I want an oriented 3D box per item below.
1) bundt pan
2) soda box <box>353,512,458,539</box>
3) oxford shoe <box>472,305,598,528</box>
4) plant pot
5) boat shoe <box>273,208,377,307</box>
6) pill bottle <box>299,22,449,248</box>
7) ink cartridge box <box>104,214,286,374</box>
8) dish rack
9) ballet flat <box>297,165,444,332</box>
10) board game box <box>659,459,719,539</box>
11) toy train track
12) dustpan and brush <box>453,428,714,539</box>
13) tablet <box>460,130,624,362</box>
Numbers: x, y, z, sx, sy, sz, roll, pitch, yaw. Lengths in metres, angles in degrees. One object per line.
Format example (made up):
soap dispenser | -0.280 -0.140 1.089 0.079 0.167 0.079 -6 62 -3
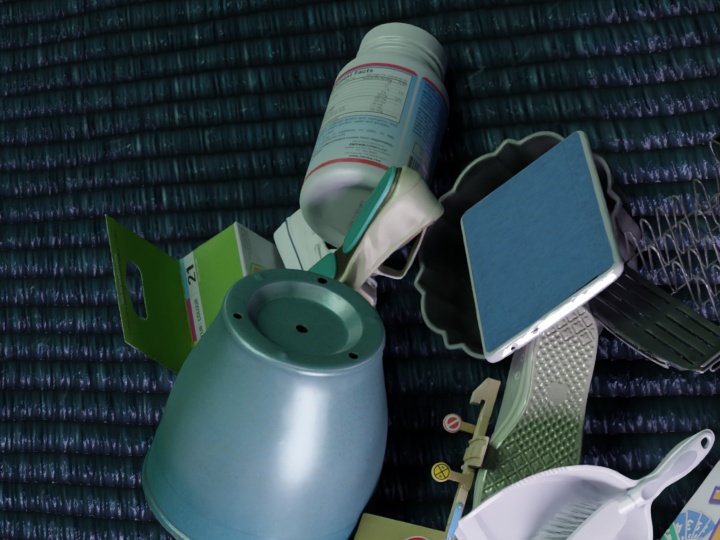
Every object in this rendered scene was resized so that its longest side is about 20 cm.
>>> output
bundt pan | 0.146 -0.007 1.786 0.201 0.076 0.203 -21 53 31
soda box | 0.082 0.246 1.704 0.199 0.068 0.064 7 70 43
oxford shoe | 0.132 0.120 1.659 0.058 0.075 0.201 161 126 -75
plant pot | -0.064 0.109 1.764 0.200 0.199 0.189 55 140 44
boat shoe | -0.019 0.006 1.925 0.065 0.073 0.200 -46 46 17
pill bottle | 0.019 -0.120 1.922 0.108 0.109 0.201 -16 41 34
ink cartridge box | -0.124 0.030 1.912 0.076 0.200 0.149 -31 50 23
dish rack | 0.271 -0.013 1.650 0.200 0.055 0.153 -36 42 -16
ballet flat | 0.000 0.000 1.829 0.200 0.069 0.070 -50 42 27
board game box | 0.275 0.197 1.595 0.200 0.030 0.095 -52 44 2
toy train track | 0.063 0.177 1.654 0.032 0.115 0.201 16 82 0
dustpan and brush | 0.183 0.181 1.611 0.200 0.140 0.057 -39 14 -24
tablet | 0.138 -0.021 1.697 0.130 0.014 0.201 -36 29 19
